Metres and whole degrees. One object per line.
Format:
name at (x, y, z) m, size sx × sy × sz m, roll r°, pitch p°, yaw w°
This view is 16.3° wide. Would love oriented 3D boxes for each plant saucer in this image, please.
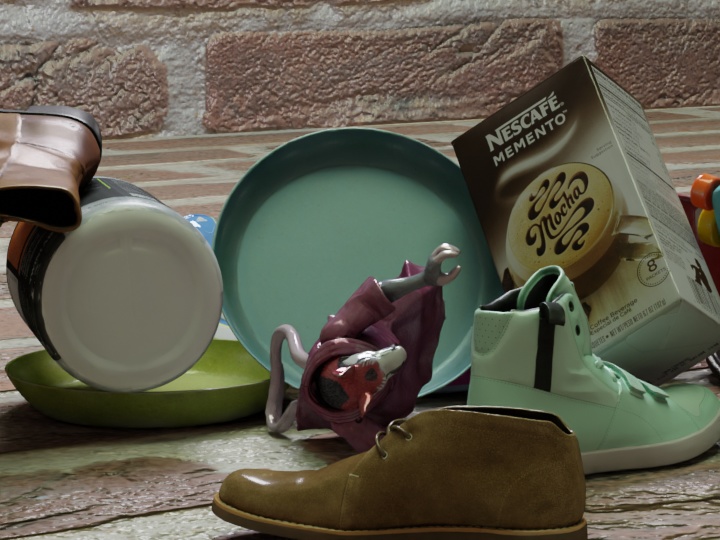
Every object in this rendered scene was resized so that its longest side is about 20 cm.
plant saucer at (0.000, 0.000, 1.654) m, size 0.199 × 0.201 × 0.027 m, roll -2°, pitch -24°, yaw -8°
plant saucer at (-0.137, 0.076, 1.673) m, size 0.198 × 0.031 × 0.200 m, roll 0°, pitch 9°, yaw 0°

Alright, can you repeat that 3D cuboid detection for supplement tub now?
supplement tub at (-0.165, 0.004, 1.637) m, size 0.122 × 0.123 × 0.200 m, roll -2°, pitch 9°, yaw -14°

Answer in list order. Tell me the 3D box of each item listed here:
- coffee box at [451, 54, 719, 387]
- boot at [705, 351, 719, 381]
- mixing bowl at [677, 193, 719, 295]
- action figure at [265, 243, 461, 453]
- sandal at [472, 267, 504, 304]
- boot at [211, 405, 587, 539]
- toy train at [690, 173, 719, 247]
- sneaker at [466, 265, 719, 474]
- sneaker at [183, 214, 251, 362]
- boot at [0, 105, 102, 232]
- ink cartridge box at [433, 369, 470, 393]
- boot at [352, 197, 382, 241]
coffee box at (0.147, -0.021, 1.613) m, size 0.113 × 0.201 × 0.080 m, roll -34°, pitch -37°, yaw 21°
boot at (0.278, 0.033, 1.554) m, size 0.074 × 0.098 × 0.200 m, roll -5°, pitch 11°, yaw -23°
mixing bowl at (0.298, 0.012, 1.765) m, size 0.199 × 0.109 × 0.200 m, roll 9°, pitch 4°, yaw -1°
action figure at (-0.004, 0.049, 1.491) m, size 0.148 × 0.135 × 0.200 m, roll 0°, pitch 5°, yaw 10°
sandal at (0.112, 0.028, 1.685) m, size 0.199 × 0.054 × 0.080 m, roll 27°, pitch 41°, yaw 24°
boot at (0.019, 0.105, 1.303) m, size 0.199 × 0.076 × 0.074 m, roll 0°, pitch 10°, yaw 13°
toy train at (0.300, -0.003, 1.582) m, size 0.056 × 0.200 × 0.150 m, roll -42°, pitch 6°, yaw -28°
sneaker at (0.145, 0.055, 1.485) m, size 0.200 × 0.119 × 0.074 m, roll -6°, pitch 8°, yaw -41°
sneaker at (-0.113, 0.015, 1.833) m, size 0.075 × 0.106 × 0.199 m, roll -7°, pitch 10°, yaw -37°
boot at (-0.258, -0.051, 1.566) m, size 0.187 × 0.069 × 0.200 m, roll 4°, pitch 18°, yaw -1°
ink cartridge box at (0.118, 0.055, 1.773) m, size 0.199 × 0.042 × 0.119 m, roll -6°, pitch 8°, yaw -17°
boot at (0.013, -0.018, 1.796) m, size 0.131 × 0.070 × 0.200 m, roll -23°, pitch 1°, yaw 29°
